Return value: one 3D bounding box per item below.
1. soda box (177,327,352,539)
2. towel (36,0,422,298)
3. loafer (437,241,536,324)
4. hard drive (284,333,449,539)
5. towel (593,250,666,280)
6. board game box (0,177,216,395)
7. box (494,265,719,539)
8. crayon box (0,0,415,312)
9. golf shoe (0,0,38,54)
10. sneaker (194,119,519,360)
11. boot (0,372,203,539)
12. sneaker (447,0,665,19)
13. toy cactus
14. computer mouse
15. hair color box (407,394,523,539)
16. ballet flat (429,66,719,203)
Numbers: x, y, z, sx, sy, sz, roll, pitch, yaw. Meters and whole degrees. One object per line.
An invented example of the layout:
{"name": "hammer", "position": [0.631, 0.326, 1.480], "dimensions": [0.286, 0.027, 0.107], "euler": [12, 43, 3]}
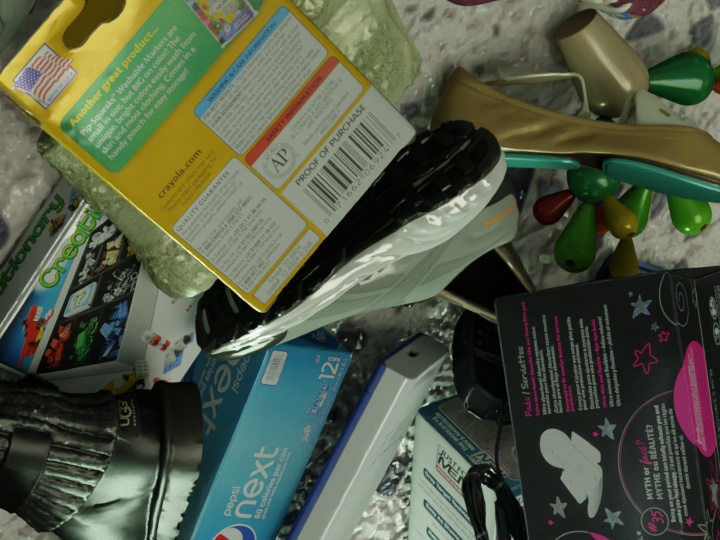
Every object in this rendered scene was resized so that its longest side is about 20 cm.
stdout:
{"name": "soda box", "position": [-0.081, 0.119, 1.085], "dimensions": [0.064, 0.068, 0.201], "euler": [11, 110, -39]}
{"name": "towel", "position": [-0.063, -0.091, 0.949], "dimensions": [0.200, 0.036, 0.148], "euler": [-44, 131, -7]}
{"name": "loafer", "position": [0.050, -0.017, 1.083], "dimensions": [0.072, 0.063, 0.200], "euler": [-51, 143, 7]}
{"name": "hard drive", "position": [-0.011, 0.139, 1.127], "dimensions": [0.200, 0.025, 0.132], "euler": [-63, 171, 11]}
{"name": "towel", "position": [0.225, 0.060, 1.283], "dimensions": [0.200, 0.049, 0.112], "euler": [15, 106, -41]}
{"name": "board game box", "position": [-0.116, -0.016, 1.002], "dimensions": [0.126, 0.035, 0.200], "euler": [31, 96, -42]}
{"name": "box", "position": [0.165, 0.104, 1.086], "dimensions": [0.132, 0.114, 0.201], "euler": [-3, 86, -63]}
{"name": "crayon box", "position": [-0.079, -0.086, 0.884], "dimensions": [0.126, 0.052, 0.200], "euler": [-49, 129, -3]}
{"name": "golf shoe", "position": [-0.188, -0.119, 0.867], "dimensions": [0.097, 0.078, 0.201], "euler": [-10, 123, -38]}
{"name": "sneaker", "position": [0.000, 0.000, 0.996], "dimensions": [0.200, 0.074, 0.079], "euler": [-28, 133, 5]}
{"name": "boot", "position": [-0.182, 0.123, 1.003], "dimensions": [0.157, 0.080, 0.211], "euler": [1, 140, -18]}
{"name": "sneaker", "position": [0.135, -0.179, 1.058], "dimensions": [0.200, 0.075, 0.090], "euler": [-26, 123, -20]}
{"name": "toy cactus", "position": [0.176, -0.094, 1.143], "dimensions": [0.200, 0.102, 0.165], "euler": [-39, 113, -7]}
{"name": "computer mouse", "position": [0.082, 0.103, 1.130], "dimensions": [0.058, 0.200, 0.034], "euler": [24, 136, -23]}
{"name": "hair color box", "position": [0.082, 0.189, 1.214], "dimensions": [0.060, 0.100, 0.201], "euler": [-18, 129, -27]}
{"name": "ballet flat", "position": [0.141, -0.084, 1.064], "dimensions": [0.069, 0.199, 0.063], "euler": [54, 45, -83]}
